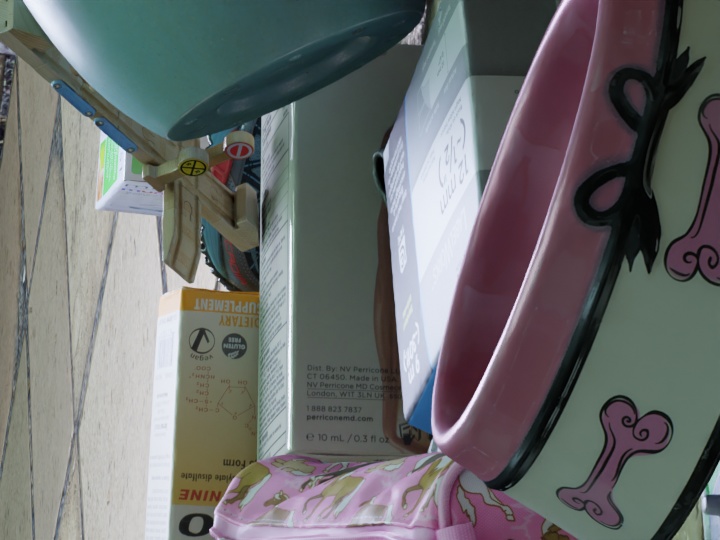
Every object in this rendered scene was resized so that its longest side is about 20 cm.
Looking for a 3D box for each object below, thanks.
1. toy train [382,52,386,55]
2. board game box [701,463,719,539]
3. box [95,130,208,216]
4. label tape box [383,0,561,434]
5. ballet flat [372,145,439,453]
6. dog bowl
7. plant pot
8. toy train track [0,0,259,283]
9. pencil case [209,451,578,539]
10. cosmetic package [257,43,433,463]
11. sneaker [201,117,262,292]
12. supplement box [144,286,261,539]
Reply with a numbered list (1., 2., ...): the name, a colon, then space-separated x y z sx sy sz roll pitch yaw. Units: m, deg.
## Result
1. toy train: 0.039 -0.209 1.330 0.116 0.084 0.201 -33 53 58
2. board game box: 0.133 0.082 0.895 0.200 0.026 0.201 118 152 -63
3. box: -0.118 -0.143 1.985 0.176 0.096 0.201 156 118 -79
4. label tape box: 0.058 0.000 1.177 0.143 0.066 0.200 113 158 -58
5. ballet flat: 0.035 0.034 1.294 0.067 0.057 0.200 113 158 -59
6. dog bowl: 0.082 -0.011 0.934 0.200 0.074 0.201 -161 90 -85
7. plant pot: -0.061 -0.153 1.264 0.161 0.200 0.201 64 163 6
8. toy train track: -0.097 -0.071 1.361 0.200 0.032 0.115 42 -144 -45
9. pencil case: 0.017 0.109 1.168 0.087 0.083 0.200 -47 18 -26
10. cosmetic package: 0.000 0.000 1.397 0.103 0.087 0.201 128 143 -73
11. sneaker: -0.023 -0.078 1.496 0.079 0.095 0.201 -7 -67 -70
12. supplement box: -0.041 0.113 1.467 0.074 0.126 0.201 163 110 -76
